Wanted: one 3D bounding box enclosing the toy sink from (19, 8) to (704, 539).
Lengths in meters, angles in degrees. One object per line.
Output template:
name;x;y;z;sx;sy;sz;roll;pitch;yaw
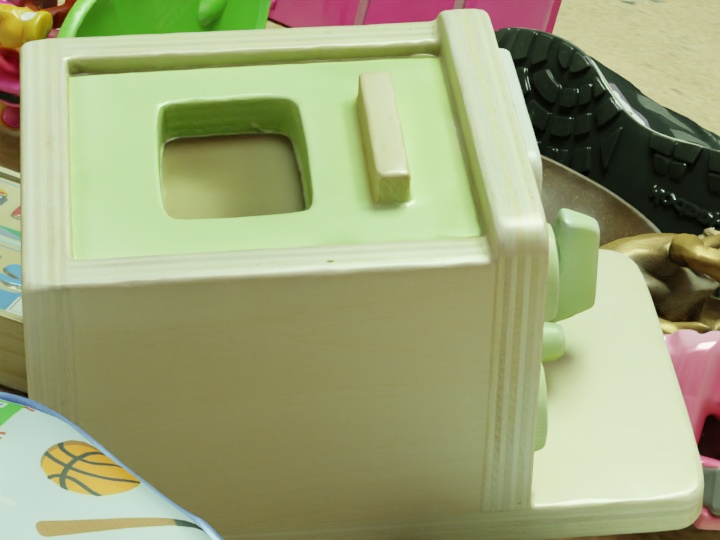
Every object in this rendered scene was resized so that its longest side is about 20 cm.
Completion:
toy sink;0.000;0.000;0.798;0.199;0.112;0.131;-2;37;-5

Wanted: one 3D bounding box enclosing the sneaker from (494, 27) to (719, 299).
sneaker;0.129;-0.039;1.193;0.200;0.076;0.087;37;14;34

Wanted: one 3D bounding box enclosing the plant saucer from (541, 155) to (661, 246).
plant saucer;0.028;-0.017;1.084;0.199;0.035;0.200;16;20;-6

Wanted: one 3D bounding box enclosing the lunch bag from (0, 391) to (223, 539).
lunch bag;-0.100;0.100;0.621;0.160;0.076;0.200;-9;33;-45

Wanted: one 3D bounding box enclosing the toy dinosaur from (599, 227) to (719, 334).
toy dinosaur;0.096;0.007;0.982;0.106;0.061;0.200;14;5;42

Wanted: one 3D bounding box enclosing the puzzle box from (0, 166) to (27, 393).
puzzle box;-0.156;-0.012;0.937;0.199;0.026;0.133;19;20;6

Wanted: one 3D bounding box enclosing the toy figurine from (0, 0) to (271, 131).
toy figurine;-0.159;-0.119;1.126;0.183;0.151;0.200;10;41;21

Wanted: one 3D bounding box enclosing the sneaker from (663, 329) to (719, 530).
sneaker;0.061;0.041;0.930;0.199;0.079;0.095;19;-2;6

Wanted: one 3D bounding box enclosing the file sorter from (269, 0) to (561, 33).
file sorter;-0.012;-0.160;1.280;0.199;0.140;0.125;24;24;19
